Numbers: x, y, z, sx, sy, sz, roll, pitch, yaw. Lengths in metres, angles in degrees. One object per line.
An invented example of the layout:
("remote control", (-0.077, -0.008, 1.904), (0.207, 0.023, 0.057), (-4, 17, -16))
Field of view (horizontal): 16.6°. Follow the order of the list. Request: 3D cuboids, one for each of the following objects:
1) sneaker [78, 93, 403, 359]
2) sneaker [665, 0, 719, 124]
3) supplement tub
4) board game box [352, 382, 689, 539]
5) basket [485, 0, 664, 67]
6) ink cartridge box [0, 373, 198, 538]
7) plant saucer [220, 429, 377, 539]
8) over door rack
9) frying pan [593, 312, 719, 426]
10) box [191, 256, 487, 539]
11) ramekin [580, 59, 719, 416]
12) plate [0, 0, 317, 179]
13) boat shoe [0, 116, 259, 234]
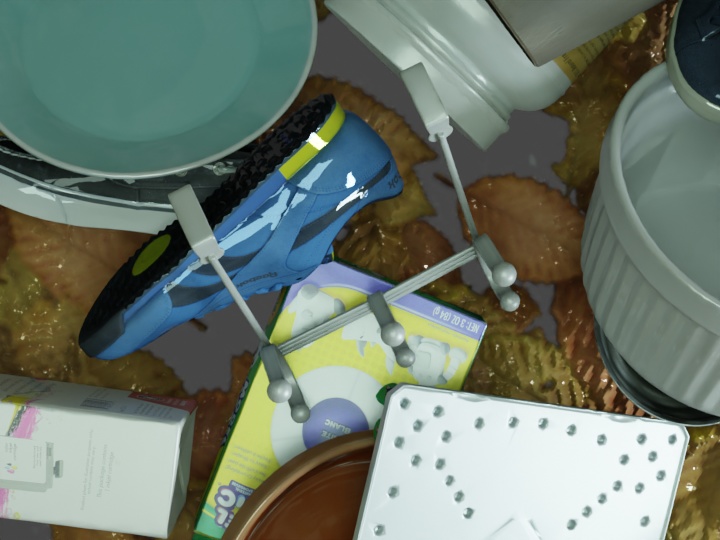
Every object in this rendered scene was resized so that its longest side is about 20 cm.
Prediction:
("sneaker", (-0.063, -0.006, 1.346), (0.200, 0.066, 0.078), (-40, 113, 6))
("sneaker", (0.223, -0.169, 1.334), (0.075, 0.085, 0.201), (24, 57, 1))
("supplement tub", (0.089, -0.179, 1.349), (0.144, 0.144, 0.200), (42, 92, -2))
("board game box", (0.075, 0.168, 1.376), (0.199, 0.026, 0.201), (9, 98, -29))
("basket", (0.134, -0.203, 1.213), (0.200, 0.136, 0.181), (-37, 100, 6))
("ink cartridge box", (-0.196, 0.097, 1.379), (0.198, 0.116, 0.068), (8, 93, 1))
("plant saucer", (0.001, 0.185, 1.374), (0.199, 0.032, 0.202), (-7, 106, -25))
("over door rack", (0.000, 0.000, 1.295), (0.147, 0.200, 0.067), (-28, 56, -1))
("frying pan", (0.216, 0.013, 1.415), (0.189, 0.031, 0.115), (-31, 87, -17))
("box", (-0.018, 0.099, 1.413), (0.117, 0.048, 0.201), (21, 94, -2))
("ramekin", (0.213, -0.013, 1.339), (0.199, 0.105, 0.201), (9, 52, -11))
("plate", (-0.123, -0.130, 1.375), (0.199, 0.026, 0.201), (1, 59, -1))
("boat shoe", (-0.123, -0.060, 1.386), (0.198, 0.072, 0.068), (10, 108, -3))
